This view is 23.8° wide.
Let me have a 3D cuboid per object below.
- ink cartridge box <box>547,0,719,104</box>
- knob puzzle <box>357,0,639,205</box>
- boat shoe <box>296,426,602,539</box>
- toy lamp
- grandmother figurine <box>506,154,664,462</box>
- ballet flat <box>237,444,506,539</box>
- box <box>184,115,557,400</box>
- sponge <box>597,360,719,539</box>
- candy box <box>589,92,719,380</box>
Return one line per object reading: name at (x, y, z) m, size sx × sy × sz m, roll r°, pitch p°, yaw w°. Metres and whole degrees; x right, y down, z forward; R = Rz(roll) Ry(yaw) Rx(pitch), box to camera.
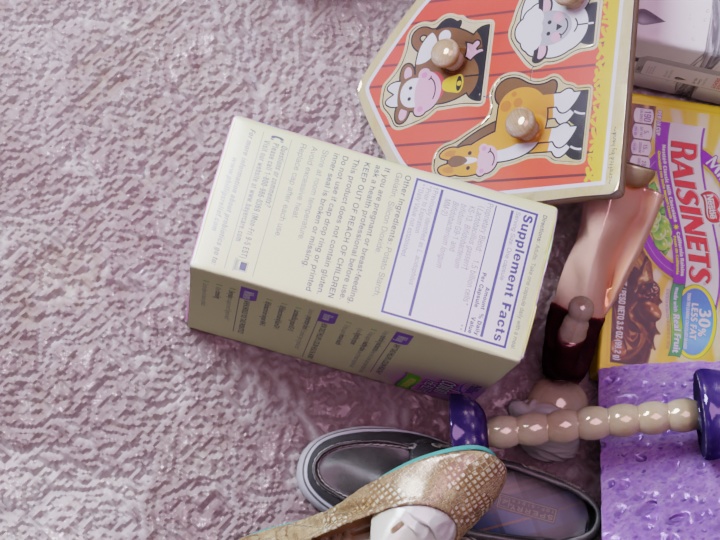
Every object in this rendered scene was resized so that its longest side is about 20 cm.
ink cartridge box at (0.227, -0.203, 1.177) m, size 0.199 × 0.083 × 0.147 m, roll 12°, pitch 75°, yaw -3°
knob puzzle at (0.080, -0.129, 1.111) m, size 0.219 × 0.030 × 0.221 m, roll -12°, pitch 67°, yaw 29°
boat shoe at (0.059, 0.139, 1.089) m, size 0.199 × 0.057 × 0.069 m, roll 12°, pitch 76°, yaw -4°
toy lamp at (0.155, 0.092, 1.044) m, size 0.199 × 0.058 × 0.059 m, roll -4°, pitch 77°, yaw 6°
grandmother figurine at (0.142, 0.027, 1.099) m, size 0.060 × 0.121 × 0.201 m, roll 17°, pitch 98°, yaw 15°
ballet flat at (0.002, 0.171, 1.032) m, size 0.199 × 0.065 × 0.071 m, roll -28°, pitch 124°, yaw 21°
box at (0.000, 0.000, 1.054) m, size 0.199 × 0.176 × 0.097 m, roll 17°, pitch 76°, yaw -2°
sponge at (0.204, 0.145, 1.051) m, size 0.111 × 0.030 × 0.201 m, roll -4°, pitch 52°, yaw 12°
candy box at (0.215, -0.019, 1.162) m, size 0.102 × 0.026 × 0.201 m, roll 8°, pitch 76°, yaw -7°
